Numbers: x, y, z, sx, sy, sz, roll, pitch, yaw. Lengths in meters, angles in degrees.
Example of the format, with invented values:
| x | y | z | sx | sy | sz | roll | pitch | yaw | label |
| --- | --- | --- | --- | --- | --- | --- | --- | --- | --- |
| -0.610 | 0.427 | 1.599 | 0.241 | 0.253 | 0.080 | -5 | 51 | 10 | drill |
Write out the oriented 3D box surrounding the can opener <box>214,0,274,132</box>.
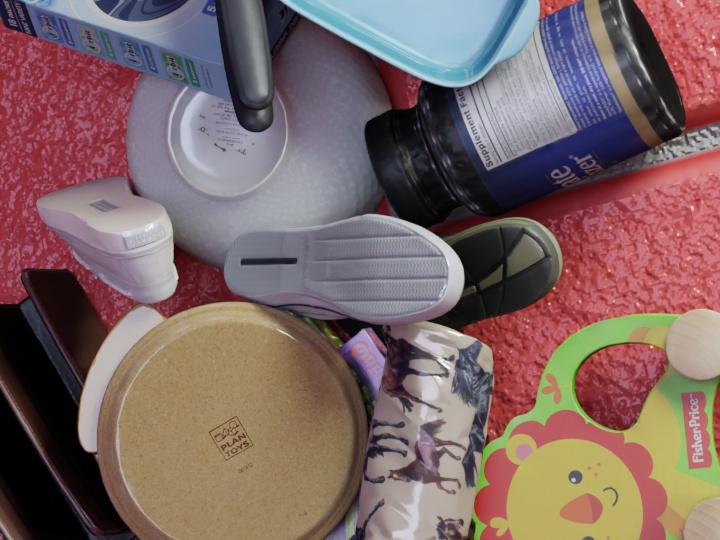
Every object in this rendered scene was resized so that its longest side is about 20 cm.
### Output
| x | y | z | sx | sy | sz | roll | pitch | yaw | label |
| --- | --- | --- | --- | --- | --- | --- | --- | --- | --- |
| -0.080 | -0.183 | 1.529 | 0.079 | 0.063 | 0.200 | -8 | 55 | 2 | can opener |

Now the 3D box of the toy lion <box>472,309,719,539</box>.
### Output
| x | y | z | sx | sy | sz | roll | pitch | yaw | label |
| --- | --- | --- | --- | --- | --- | --- | --- | --- | --- |
| 0.165 | 0.132 | 1.540 | 0.192 | 0.069 | 0.200 | -5 | 86 | 11 | toy lion |

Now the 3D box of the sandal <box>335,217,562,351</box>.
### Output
| x | y | z | sx | sy | sz | roll | pitch | yaw | label |
| --- | --- | --- | --- | --- | --- | --- | --- | --- | --- |
| 0.057 | 0.006 | 1.594 | 0.201 | 0.057 | 0.080 | -10 | 107 | 33 | sandal |

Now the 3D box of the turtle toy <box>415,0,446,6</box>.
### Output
| x | y | z | sx | sy | sz | roll | pitch | yaw | label |
| --- | --- | --- | --- | --- | --- | --- | --- | --- | --- |
| 0.064 | -0.233 | 1.577 | 0.146 | 0.101 | 0.200 | 21 | 93 | 5 | turtle toy |

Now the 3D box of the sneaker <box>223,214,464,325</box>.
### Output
| x | y | z | sx | sy | sz | roll | pitch | yaw | label |
| --- | --- | --- | --- | --- | --- | --- | --- | --- | --- |
| 0.000 | 0.000 | 1.544 | 0.200 | 0.071 | 0.073 | 8 | 86 | 43 | sneaker |

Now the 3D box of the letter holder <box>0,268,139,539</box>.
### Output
| x | y | z | sx | sy | sz | roll | pitch | yaw | label |
| --- | --- | --- | --- | --- | --- | --- | --- | --- | --- |
| -0.226 | 0.106 | 1.642 | 0.101 | 0.142 | 0.200 | -36 | 77 | 14 | letter holder |

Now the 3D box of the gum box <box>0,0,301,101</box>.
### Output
| x | y | z | sx | sy | sz | roll | pitch | yaw | label |
| --- | --- | --- | --- | --- | --- | --- | --- | --- | --- |
| -0.132 | -0.219 | 1.626 | 0.200 | 0.045 | 0.170 | 19 | 61 | 21 | gum box |

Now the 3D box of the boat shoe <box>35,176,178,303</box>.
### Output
| x | y | z | sx | sy | sz | roll | pitch | yaw | label |
| --- | --- | --- | --- | --- | --- | --- | --- | --- | --- |
| -0.175 | -0.021 | 1.628 | 0.072 | 0.200 | 0.069 | -20 | 109 | -24 | boat shoe |

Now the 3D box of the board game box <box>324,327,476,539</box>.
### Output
| x | y | z | sx | sy | sz | roll | pitch | yaw | label |
| --- | --- | --- | --- | --- | --- | --- | --- | --- | --- |
| 0.018 | 0.154 | 1.597 | 0.120 | 0.032 | 0.200 | -38 | 83 | 15 | board game box |

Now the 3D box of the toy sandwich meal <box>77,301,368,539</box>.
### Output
| x | y | z | sx | sy | sz | roll | pitch | yaw | label |
| --- | --- | --- | --- | --- | --- | --- | --- | --- | --- |
| -0.095 | 0.113 | 1.575 | 0.205 | 0.070 | 0.205 | 0 | 87 | -4 | toy sandwich meal |

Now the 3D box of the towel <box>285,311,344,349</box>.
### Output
| x | y | z | sx | sy | sz | roll | pitch | yaw | label |
| --- | --- | --- | --- | --- | --- | --- | --- | --- | --- |
| -0.041 | 0.124 | 1.644 | 0.144 | 0.023 | 0.200 | -43 | 77 | 12 | towel |

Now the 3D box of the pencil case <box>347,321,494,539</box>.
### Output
| x | y | z | sx | sy | sz | roll | pitch | yaw | label |
| --- | --- | --- | --- | --- | --- | --- | --- | --- | --- |
| 0.036 | 0.130 | 1.532 | 0.089 | 0.078 | 0.200 | 3 | 78 | 36 | pencil case |

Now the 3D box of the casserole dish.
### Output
| x | y | z | sx | sy | sz | roll | pitch | yaw | label |
| --- | --- | --- | --- | --- | --- | --- | --- | --- | --- |
| 0.025 | -0.202 | 1.512 | 0.200 | 0.039 | 0.121 | 29 | 94 | 4 | casserole dish |

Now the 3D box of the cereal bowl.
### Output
| x | y | z | sx | sy | sz | roll | pitch | yaw | label |
| --- | --- | --- | --- | --- | --- | --- | --- | --- | --- |
| -0.081 | -0.095 | 1.634 | 0.200 | 0.083 | 0.200 | -1 | 88 | 19 | cereal bowl |

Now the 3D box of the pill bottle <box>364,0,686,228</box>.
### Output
| x | y | z | sx | sy | sz | roll | pitch | yaw | label |
| --- | --- | --- | --- | --- | --- | --- | --- | --- | --- |
| 0.109 | -0.104 | 1.555 | 0.200 | 0.112 | 0.112 | -24 | 81 | 17 | pill bottle |
